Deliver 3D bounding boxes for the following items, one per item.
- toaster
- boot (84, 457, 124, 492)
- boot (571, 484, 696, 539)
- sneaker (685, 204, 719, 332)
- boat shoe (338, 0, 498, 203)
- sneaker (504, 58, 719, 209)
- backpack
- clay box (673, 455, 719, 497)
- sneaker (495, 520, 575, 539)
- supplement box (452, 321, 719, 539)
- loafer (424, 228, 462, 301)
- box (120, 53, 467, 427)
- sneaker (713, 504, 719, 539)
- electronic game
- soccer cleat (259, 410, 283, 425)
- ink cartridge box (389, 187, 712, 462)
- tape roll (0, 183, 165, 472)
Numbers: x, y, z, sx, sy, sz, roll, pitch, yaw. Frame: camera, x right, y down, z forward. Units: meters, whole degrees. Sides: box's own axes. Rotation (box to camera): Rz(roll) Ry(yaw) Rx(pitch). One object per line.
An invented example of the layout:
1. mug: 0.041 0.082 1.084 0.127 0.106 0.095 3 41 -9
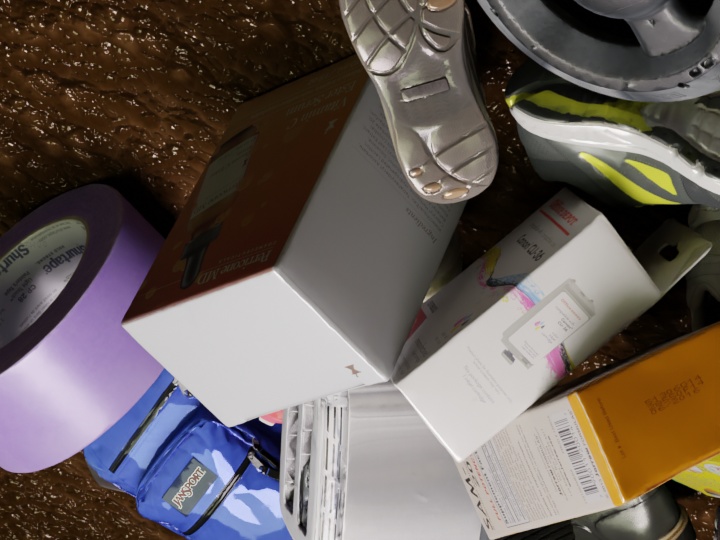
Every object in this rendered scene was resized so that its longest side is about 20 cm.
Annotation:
1. toaster: 0.020 0.118 1.513 0.128 0.114 0.201 -2 109 -18
2. boot: -0.141 0.122 1.789 0.199 0.069 0.189 3 134 24
3. boot: 0.136 0.147 1.662 0.199 0.078 0.139 -8 122 33
4. sneaker: 0.246 0.047 1.432 0.075 0.092 0.200 -4 136 34
5. boat shoe: 0.030 -0.139 1.333 0.074 0.073 0.201 -11 111 4
6. sneaker: 0.183 -0.073 1.349 0.199 0.075 0.085 21 152 21
7. backpack: -0.100 0.116 1.661 0.199 0.168 0.163 35 111 -7
8. clay box: 0.255 0.121 1.503 0.115 0.048 0.199 27 168 -37
9. sneaker: 0.085 0.173 1.635 0.200 0.074 0.089 51 145 36
10. supplement box: 0.153 0.099 1.388 0.074 0.125 0.200 65 157 3
11. loafer: 0.000 0.000 1.545 0.199 0.076 0.068 -1 139 46
12. box: -0.032 -0.023 1.420 0.152 0.201 0.106 -19 125 43
13. sneaker: 0.304 0.200 1.564 0.115 0.076 0.200 7 -175 6
14. electronic game: 0.142 -0.177 1.254 0.199 0.042 0.201 18 137 18
15. soccer cleat: 0.020 0.079 1.588 0.198 0.067 0.077 5 143 -15
16. ink cartridge box: 0.109 0.017 1.381 0.068 0.200 0.116 51 -179 -12
17. tape roll: -0.217 0.040 1.614 0.199 0.201 0.085 -14 129 42
